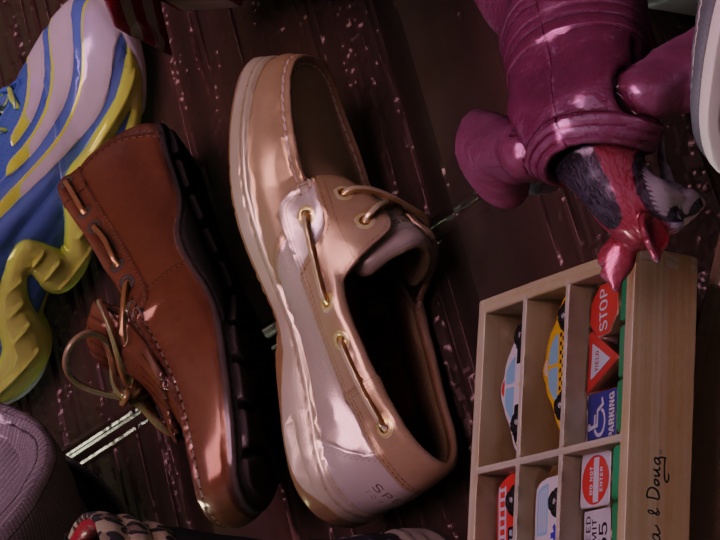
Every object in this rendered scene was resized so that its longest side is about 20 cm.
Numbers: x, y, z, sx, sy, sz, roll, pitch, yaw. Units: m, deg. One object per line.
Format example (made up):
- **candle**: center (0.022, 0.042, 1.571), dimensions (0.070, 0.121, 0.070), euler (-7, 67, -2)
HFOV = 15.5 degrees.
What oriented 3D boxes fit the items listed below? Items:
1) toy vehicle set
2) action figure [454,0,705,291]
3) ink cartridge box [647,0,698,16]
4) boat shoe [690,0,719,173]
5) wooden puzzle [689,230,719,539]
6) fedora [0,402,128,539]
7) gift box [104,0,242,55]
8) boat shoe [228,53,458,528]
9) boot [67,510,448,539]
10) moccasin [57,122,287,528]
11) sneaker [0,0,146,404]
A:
- **toy vehicle set**: center (0.078, 0.100, 0.966), dimensions (0.124, 0.026, 0.201), euler (155, 121, -63)
- **action figure**: center (0.079, -0.089, 0.929), dimensions (0.134, 0.149, 0.201), euler (-26, 53, 22)
- **ink cartridge box**: center (0.172, -0.155, 0.981), dimensions (0.199, 0.039, 0.100), euler (-10, 73, 38)
- **boat shoe**: center (0.149, -0.127, 0.885), dimensions (0.062, 0.073, 0.201), euler (26, 103, 63)
- **wooden puzzle**: center (0.195, 0.036, 0.913), dimensions (0.184, 0.037, 0.201), euler (10, 81, 43)
- **fedora**: center (-0.184, 0.128, 1.116), dimensions (0.176, 0.091, 0.200), euler (22, 51, 24)
- **gift box**: center (-0.046, -0.200, 1.097), dimensions (0.186, 0.200, 0.186), euler (-1, 73, 26)
- **boat shoe**: center (0.000, 0.000, 1.073), dimensions (0.069, 0.074, 0.201), euler (-21, 74, 33)
- **boot**: center (-0.021, 0.158, 0.941), dimensions (0.204, 0.153, 0.074), euler (-116, 40, -56)
- **moccasin**: center (-0.086, 0.026, 1.124), dimensions (0.077, 0.074, 0.202), euler (-27, 59, 5)
- **sneaker**: center (-0.167, -0.038, 1.204), dimensions (0.076, 0.105, 0.201), euler (14, 88, 43)
